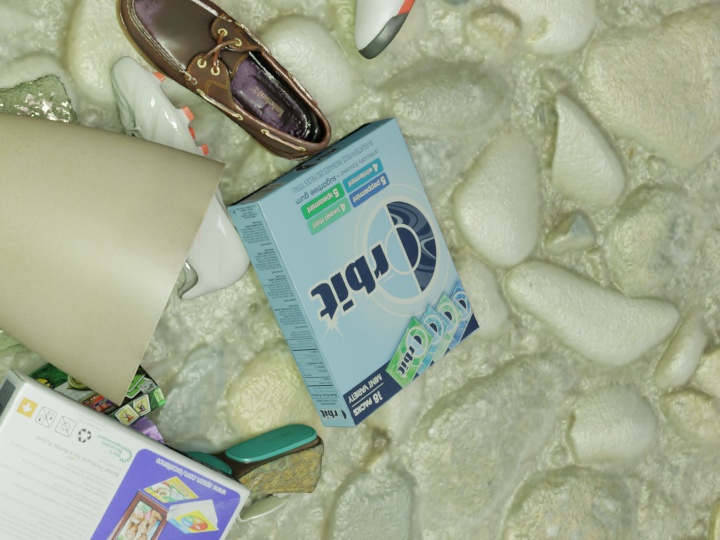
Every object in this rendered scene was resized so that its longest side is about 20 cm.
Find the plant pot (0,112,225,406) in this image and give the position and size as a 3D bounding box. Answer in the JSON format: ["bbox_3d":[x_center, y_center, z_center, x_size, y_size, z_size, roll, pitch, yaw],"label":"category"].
[{"bbox_3d":[-0.222,-0.032,0.977,0.199,0.187,0.189,25,84,-8],"label":"plant pot"}]

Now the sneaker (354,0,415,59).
[{"bbox_3d":[0.006,-0.284,1.143,0.107,0.067,0.203,25,81,-22],"label":"sneaker"}]

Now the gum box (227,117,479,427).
[{"bbox_3d":[0.000,0.000,1.147,0.169,0.044,0.201,-34,109,-38],"label":"gum box"}]

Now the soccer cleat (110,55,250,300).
[{"bbox_3d":[-0.153,-0.070,1.092,0.077,0.069,0.201,-32,109,-15],"label":"soccer cleat"}]

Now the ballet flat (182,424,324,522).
[{"bbox_3d":[-0.111,0.174,1.115,0.199,0.070,0.071,-8,98,-39],"label":"ballet flat"}]

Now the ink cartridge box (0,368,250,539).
[{"bbox_3d":[-0.207,0.201,0.983,0.197,0.043,0.201,31,84,-28],"label":"ink cartridge box"}]

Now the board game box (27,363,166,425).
[{"bbox_3d":[-0.254,0.121,1.042,0.199,0.105,0.024,-31,124,-19],"label":"board game box"}]

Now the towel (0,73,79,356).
[{"bbox_3d":[-0.264,-0.039,1.061,0.147,0.036,0.202,-18,102,-22],"label":"towel"}]

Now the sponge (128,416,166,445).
[{"bbox_3d":[-0.247,0.165,1.044,0.199,0.111,0.030,-29,107,-18],"label":"sponge"}]

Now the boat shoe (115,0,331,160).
[{"bbox_3d":[-0.103,-0.163,1.103,0.199,0.070,0.071,36,81,-21],"label":"boat shoe"}]
